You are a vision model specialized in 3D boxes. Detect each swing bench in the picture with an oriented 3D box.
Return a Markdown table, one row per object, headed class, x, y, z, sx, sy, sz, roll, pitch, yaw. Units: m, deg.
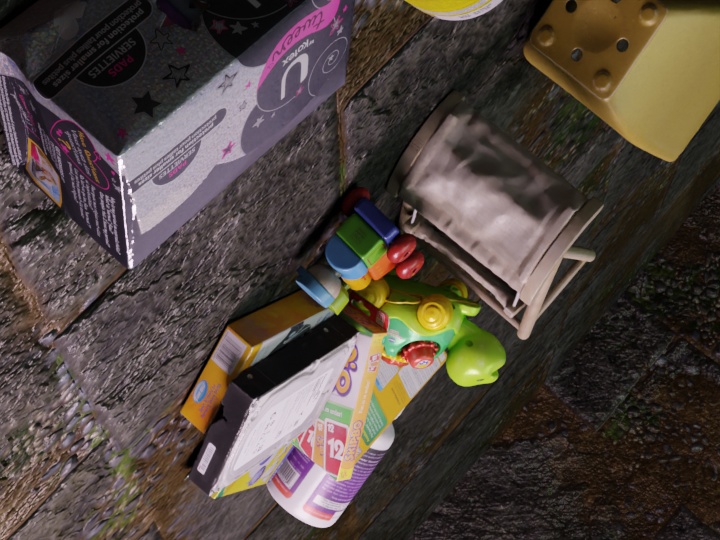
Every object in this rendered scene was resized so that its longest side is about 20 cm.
| class | x | y | z | sx | sy | sz | roll | pitch | yaw |
| --- | --- | --- | --- | --- | --- | --- | --- | --- | --- |
| swing bench | 0.141 | -0.056 | 1.601 | 0.130 | 0.199 | 0.200 | -48 | 164 | -7 |

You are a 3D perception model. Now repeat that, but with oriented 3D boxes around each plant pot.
| class | x | y | z | sx | sy | sz | roll | pitch | yaw |
| --- | --- | --- | --- | --- | --- | --- | --- | --- | --- |
| plant pot | 0.289 | -0.252 | 1.615 | 0.195 | 0.195 | 0.199 | -56 | 157 | 19 |

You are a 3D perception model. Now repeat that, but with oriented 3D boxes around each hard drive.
| class | x | y | z | sx | sy | sz | roll | pitch | yaw |
| --- | --- | --- | --- | --- | --- | --- | --- | --- | --- |
| hard drive | -0.086 | 0.138 | 1.549 | 0.200 | 0.038 | 0.140 | -31 | 152 | -54 |

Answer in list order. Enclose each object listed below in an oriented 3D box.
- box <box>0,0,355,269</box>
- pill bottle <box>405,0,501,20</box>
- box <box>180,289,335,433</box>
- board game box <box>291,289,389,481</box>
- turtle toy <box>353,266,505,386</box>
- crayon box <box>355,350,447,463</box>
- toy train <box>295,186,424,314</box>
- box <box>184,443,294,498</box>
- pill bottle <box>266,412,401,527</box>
| class | x | y | z | sx | sy | sz | roll | pitch | yaw |
| --- | --- | --- | --- | --- | --- | --- | --- | --- | --- |
| box | -0.106 | -0.125 | 0.896 | 0.200 | 0.114 | 0.133 | -44 | 164 | -24 |
| pill bottle | 0.047 | -0.247 | 1.063 | 0.110 | 0.109 | 0.200 | -54 | 165 | 11 |
| box | -0.096 | 0.085 | 1.553 | 0.120 | 0.041 | 0.200 | -59 | 165 | 27 |
| board game box | -0.025 | 0.121 | 1.646 | 0.030 | 0.095 | 0.202 | -3 | 116 | -42 |
| turtle toy | 0.071 | 0.063 | 1.689 | 0.146 | 0.198 | 0.102 | -33 | 140 | -73 |
| crayon box | 0.010 | 0.124 | 1.797 | 0.200 | 0.051 | 0.126 | -47 | 132 | -25 |
| toy train | 0.000 | 0.000 | 1.555 | 0.116 | 0.085 | 0.200 | -44 | 164 | -3 |
| box | -0.123 | 0.195 | 1.711 | 0.118 | 0.048 | 0.200 | -55 | 163 | 10 |
| pill bottle | -0.026 | 0.220 | 1.922 | 0.201 | 0.111 | 0.111 | -55 | 164 | 15 |
